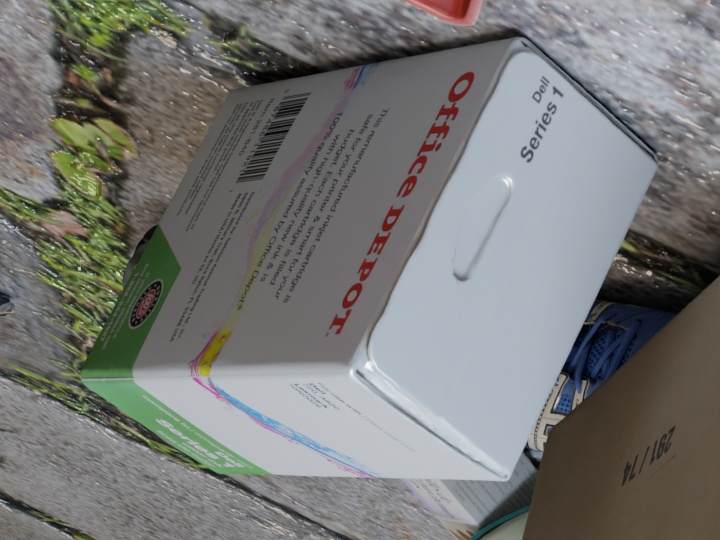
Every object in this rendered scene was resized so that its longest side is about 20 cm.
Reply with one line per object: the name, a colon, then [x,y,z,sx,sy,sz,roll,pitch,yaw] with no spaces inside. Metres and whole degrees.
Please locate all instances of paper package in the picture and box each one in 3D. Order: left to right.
paper package: [0.139,0.101,0.964,0.103,0.191,0.200,28,140,-12]

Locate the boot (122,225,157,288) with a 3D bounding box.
boot: [-0.054,0.011,1.259,0.138,0.078,0.200,31,160,7]

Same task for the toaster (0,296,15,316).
toaster: [-0.336,0.026,1.596,0.181,0.119,0.200,35,159,-22]

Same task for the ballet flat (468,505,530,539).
ballet flat: [0.128,0.131,1.198,0.200,0.070,0.069,-8,-172,-41]

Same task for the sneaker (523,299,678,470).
sneaker: [0.090,0.048,1.147,0.077,0.076,0.200,30,160,-20]

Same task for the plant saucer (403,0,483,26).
plant saucer: [-0.035,-0.170,0.829,0.199,0.037,0.200,26,161,4]

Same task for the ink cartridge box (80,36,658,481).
ink cartridge box: [0.000,0.000,1.042,0.084,0.145,0.200,37,158,-27]

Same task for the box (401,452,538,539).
box: [0.051,0.092,1.179,0.039,0.041,0.200,26,167,31]
